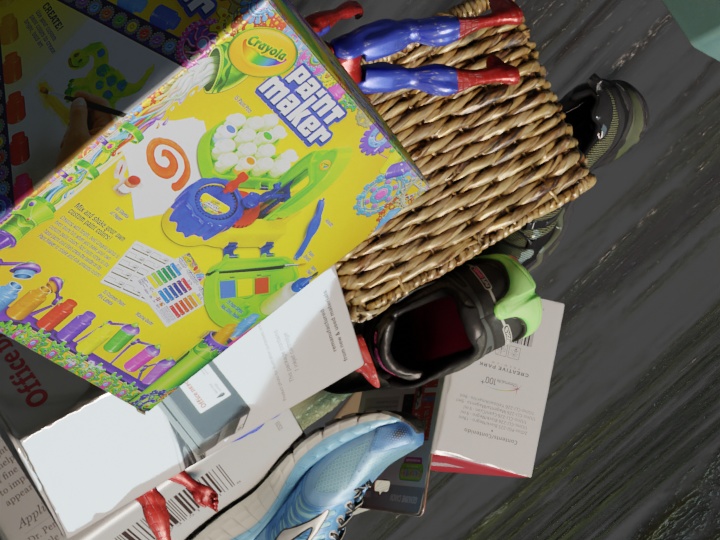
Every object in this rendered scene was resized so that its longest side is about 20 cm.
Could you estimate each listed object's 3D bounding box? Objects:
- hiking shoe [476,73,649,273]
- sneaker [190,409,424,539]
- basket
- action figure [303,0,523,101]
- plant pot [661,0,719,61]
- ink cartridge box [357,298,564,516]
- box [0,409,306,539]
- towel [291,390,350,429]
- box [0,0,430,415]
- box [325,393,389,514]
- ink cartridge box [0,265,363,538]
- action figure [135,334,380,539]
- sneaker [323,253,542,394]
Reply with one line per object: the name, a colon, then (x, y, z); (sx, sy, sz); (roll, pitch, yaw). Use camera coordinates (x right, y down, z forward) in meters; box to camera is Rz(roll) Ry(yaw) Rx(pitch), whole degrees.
hiking shoe: (0.128, -0.070, 1.232); (0.200, 0.076, 0.101); (-53, 150, 16)
sneaker: (-0.026, 0.172, 1.101); (0.200, 0.090, 0.078); (-44, 159, 13)
basket: (0.024, -0.077, 1.055); (0.200, 0.149, 0.143); (-30, -168, -15)
action figure: (-0.004, -0.119, 0.926); (0.199, 0.052, 0.066); (-13, 124, -26)
plant pot: (0.284, -0.231, 1.042); (0.200, 0.142, 0.141); (-37, 160, 24)
ink cartridge box: (0.065, 0.107, 1.248); (0.084, 0.176, 0.200); (15, 171, -15)
box: (-0.150, 0.122, 1.108); (0.199, 0.131, 0.200); (-34, 160, -6)
towel: (-0.082, 0.123, 1.349); (0.200, 0.037, 0.148); (-39, 160, 7)
box: (-0.102, -0.059, 0.773); (0.192, 0.122, 0.200); (-38, 150, 5)
box: (0.041, 0.137, 1.510); (0.095, 0.078, 0.200); (-12, 149, -47)
ink cartridge box: (-0.123, 0.041, 0.936); (0.199, 0.145, 0.084); (-29, 128, -16)
action figure: (-0.078, 0.117, 0.972); (0.199, 0.099, 0.065); (-22, -168, -11)
sneaker: (0.026, 0.039, 1.059); (0.084, 0.077, 0.200); (-24, 179, -44)
